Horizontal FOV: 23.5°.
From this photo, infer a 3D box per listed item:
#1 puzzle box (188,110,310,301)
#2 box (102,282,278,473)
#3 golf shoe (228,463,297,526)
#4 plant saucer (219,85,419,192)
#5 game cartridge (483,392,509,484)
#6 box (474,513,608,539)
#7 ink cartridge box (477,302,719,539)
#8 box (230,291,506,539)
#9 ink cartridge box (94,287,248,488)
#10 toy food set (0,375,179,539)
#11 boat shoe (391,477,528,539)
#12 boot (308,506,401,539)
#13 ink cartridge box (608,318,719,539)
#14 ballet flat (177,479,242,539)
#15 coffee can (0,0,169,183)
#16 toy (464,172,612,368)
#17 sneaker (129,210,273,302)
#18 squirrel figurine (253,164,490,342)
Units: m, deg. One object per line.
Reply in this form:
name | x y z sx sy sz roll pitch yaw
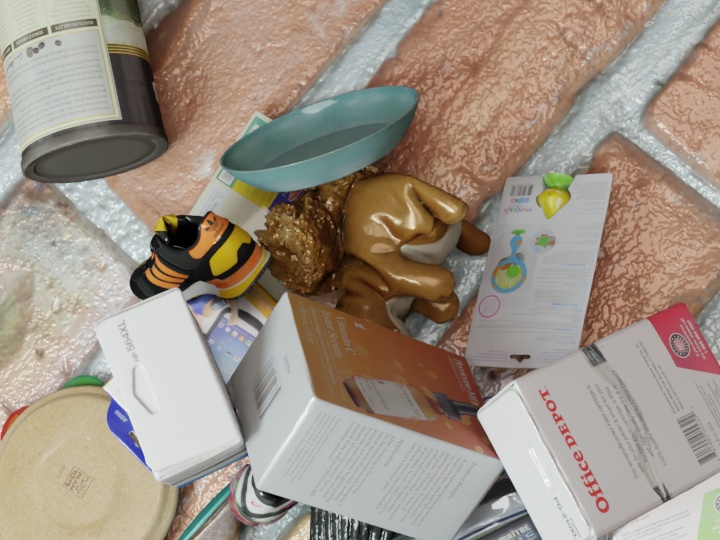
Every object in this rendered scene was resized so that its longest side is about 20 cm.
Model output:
puzzle box | -0.101 -0.041 1.713 0.133 0.025 0.201 33 88 12
box | -0.151 0.099 1.655 0.119 0.041 0.200 43 80 5
golf shoe | -0.038 0.159 1.621 0.073 0.092 0.200 42 67 -3
plant saucer | -0.034 -0.119 1.628 0.198 0.200 0.036 -17 109 6
game cartridge | 0.124 0.226 1.637 0.129 0.038 0.201 -23 79 9
box | 0.126 0.270 1.531 0.199 0.111 0.035 -24 53 -15
ink cartridge box | 0.220 0.135 1.476 0.199 0.084 0.146 -22 77 -29
box | 0.005 0.130 1.510 0.199 0.153 0.107 20 117 -27
ink cartridge box | -0.162 0.108 1.533 0.084 0.200 0.147 -23 83 -5
toy food set | -0.270 0.206 1.692 0.196 0.049 0.202 13 84 11
boat shoe | 0.112 0.240 1.577 0.199 0.072 0.062 -24 95 -12
boot | 0.037 0.299 1.611 0.209 0.079 0.159 14 84 14
ink cartridge box | 0.273 0.163 1.595 0.144 0.084 0.202 -21 79 5
ballet flat | -0.163 0.285 1.663 0.200 0.068 0.067 -44 95 7
coffee can | -0.279 -0.204 1.702 0.145 0.146 0.202 -14 80 6
toy | 0.176 0.005 1.639 0.114 0.047 0.202 0 67 32
sneaker | -0.167 -0.019 1.618 0.090 0.199 0.070 48 59 -25
squirrel figurine | 0.000 0.000 1.630 0.199 0.142 0.188 27 85 12
